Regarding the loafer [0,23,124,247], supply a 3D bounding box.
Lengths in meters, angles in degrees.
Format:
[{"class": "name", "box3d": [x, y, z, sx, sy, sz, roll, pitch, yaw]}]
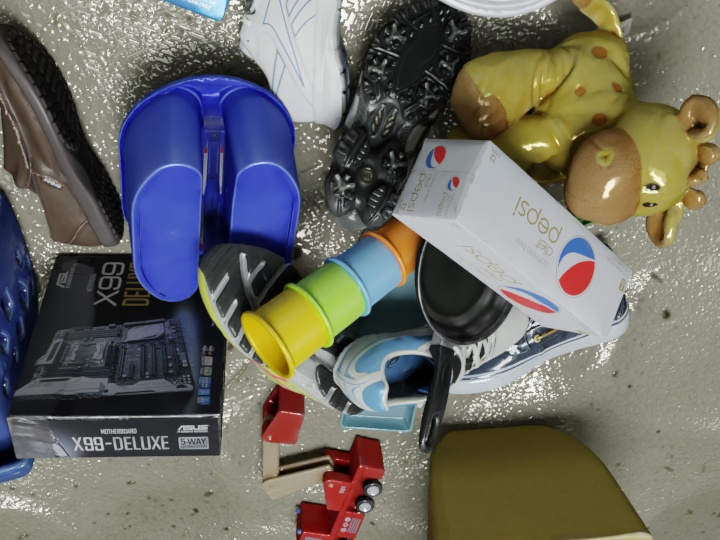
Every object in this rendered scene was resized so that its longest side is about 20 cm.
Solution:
[{"class": "loafer", "box3d": [-0.259, -0.095, 0.728, 0.071, 0.073, 0.201, -16, 122, 3]}]

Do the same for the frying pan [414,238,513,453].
[{"class": "frying pan", "box3d": [0.083, 0.038, 0.716, 0.115, 0.031, 0.191, -7, 102, -38]}]

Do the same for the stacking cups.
[{"class": "stacking cups", "box3d": [0.000, 0.000, 0.705, 0.200, 0.060, 0.061, -39, 125, -26]}]

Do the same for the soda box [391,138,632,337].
[{"class": "soda box", "box3d": [0.119, -0.020, 0.678, 0.200, 0.068, 0.064, 33, 76, -37]}]

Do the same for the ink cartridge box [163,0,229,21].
[{"class": "ink cartridge box", "box3d": [-0.117, -0.292, 0.626, 0.116, 0.067, 0.201, 18, 118, -16]}]

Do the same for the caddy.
[{"class": "caddy", "box3d": [-0.123, -0.065, 0.738, 0.141, 0.105, 0.200, -2, 140, -14]}]

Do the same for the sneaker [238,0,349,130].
[{"class": "sneaker", "box3d": [-0.053, -0.199, 0.690, 0.087, 0.075, 0.201, -1, 121, 0]}]

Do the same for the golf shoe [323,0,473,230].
[{"class": "golf shoe", "box3d": [0.022, -0.123, 0.728, 0.078, 0.094, 0.201, 29, 79, -3]}]

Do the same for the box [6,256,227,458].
[{"class": "box", "box3d": [-0.191, 0.066, 0.761, 0.157, 0.200, 0.050, 1, 128, -6]}]

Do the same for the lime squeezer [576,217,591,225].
[{"class": "lime squeezer", "box3d": [0.171, -0.034, 0.820, 0.199, 0.071, 0.038, -25, 84, -23]}]

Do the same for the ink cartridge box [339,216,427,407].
[{"class": "ink cartridge box", "box3d": [0.029, 0.052, 0.851, 0.115, 0.068, 0.201, 19, 118, -16]}]

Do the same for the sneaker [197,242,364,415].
[{"class": "sneaker", "box3d": [-0.074, 0.052, 0.755, 0.200, 0.090, 0.078, 50, 64, -32]}]

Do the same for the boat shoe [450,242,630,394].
[{"class": "boat shoe", "box3d": [0.153, 0.042, 0.862, 0.199, 0.071, 0.091, -22, 120, 0]}]

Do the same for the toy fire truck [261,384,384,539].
[{"class": "toy fire truck", "box3d": [-0.051, 0.217, 0.956, 0.140, 0.049, 0.201, 13, 120, -13]}]

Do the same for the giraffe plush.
[{"class": "giraffe plush", "box3d": [0.184, -0.095, 0.696, 0.200, 0.162, 0.173, -39, 146, 2]}]

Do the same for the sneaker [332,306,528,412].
[{"class": "sneaker", "box3d": [0.072, 0.073, 0.764, 0.199, 0.072, 0.072, -17, 127, -32]}]

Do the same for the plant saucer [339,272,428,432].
[{"class": "plant saucer", "box3d": [0.028, 0.059, 0.805, 0.070, 0.019, 0.201, 5, 120, -9]}]

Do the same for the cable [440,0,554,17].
[{"class": "cable", "box3d": [0.104, -0.285, 0.652, 0.200, 0.069, 0.200, -38, 118, 16]}]

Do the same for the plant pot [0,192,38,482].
[{"class": "plant pot", "box3d": [-0.367, 0.078, 0.758, 0.199, 0.200, 0.180, -14, 129, 3]}]

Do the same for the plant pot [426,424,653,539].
[{"class": "plant pot", "box3d": [0.155, 0.265, 0.918, 0.194, 0.200, 0.195, -3, 122, -3]}]
